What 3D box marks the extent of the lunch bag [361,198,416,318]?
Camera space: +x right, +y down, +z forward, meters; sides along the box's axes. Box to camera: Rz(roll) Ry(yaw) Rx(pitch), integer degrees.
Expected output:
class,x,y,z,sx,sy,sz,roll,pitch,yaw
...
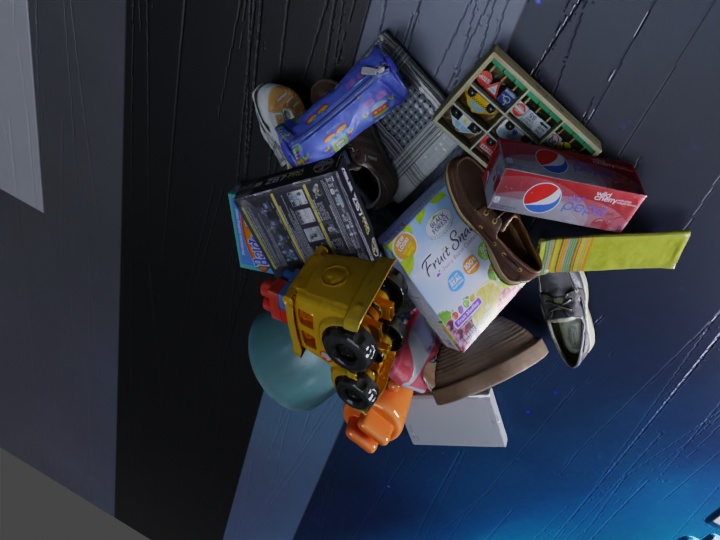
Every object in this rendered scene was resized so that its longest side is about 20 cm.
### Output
class,x,y,z,sx,sy,sz,roll,pitch,yaw
lunch bag,0.000,0.000,0.996,0.198,0.142,0.166,37,134,-22

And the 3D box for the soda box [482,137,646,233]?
class,x,y,z,sx,sy,sz,roll,pitch,yaw
soda box,0.263,-0.111,0.806,0.193,0.065,0.071,9,137,-9

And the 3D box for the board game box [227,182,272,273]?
class,x,y,z,sx,sy,sz,roll,pitch,yaw
board game box,-0.131,-0.064,1.092,0.193,0.045,0.156,10,126,19

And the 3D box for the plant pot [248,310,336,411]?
class,x,y,z,sx,sy,sz,roll,pitch,yaw
plant pot,-0.075,0.123,1.098,0.159,0.202,0.201,-34,105,36

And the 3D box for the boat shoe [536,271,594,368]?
class,x,y,z,sx,sy,sz,roll,pitch,yaw
boat shoe,0.312,0.058,0.944,0.070,0.066,0.205,-8,118,33

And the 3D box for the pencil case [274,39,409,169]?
class,x,y,z,sx,sy,sz,roll,pitch,yaw
pencil case,-0.025,-0.213,0.827,0.198,0.087,0.079,-37,84,6

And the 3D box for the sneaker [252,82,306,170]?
class,x,y,z,sx,sy,sz,roll,pitch,yaw
sneaker,-0.111,-0.206,0.979,0.087,0.075,0.204,33,150,42

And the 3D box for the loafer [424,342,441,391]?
class,x,y,z,sx,sy,sz,roll,pitch,yaw
loafer,0.130,0.147,1.096,0.073,0.069,0.206,5,124,23

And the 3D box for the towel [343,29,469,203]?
class,x,y,z,sx,sy,sz,roll,pitch,yaw
towel,0.037,-0.211,0.914,0.193,0.035,0.199,45,130,-8

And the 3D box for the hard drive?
class,x,y,z,sx,sy,sz,roll,pitch,yaw
hard drive,0.174,0.285,1.199,0.194,0.026,0.135,-7,119,29

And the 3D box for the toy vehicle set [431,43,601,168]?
class,x,y,z,sx,sy,sz,roll,pitch,yaw
toy vehicle set,0.208,-0.187,0.829,0.198,0.027,0.124,36,130,-13

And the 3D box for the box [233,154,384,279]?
class,x,y,z,sx,sy,sz,roll,pitch,yaw
box,-0.061,-0.043,0.849,0.156,0.050,0.204,-12,125,21

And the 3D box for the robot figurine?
class,x,y,z,sx,sy,sz,roll,pitch,yaw
robot figurine,0.038,0.220,1.106,0.113,0.202,0.147,9,131,14

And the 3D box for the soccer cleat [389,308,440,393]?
class,x,y,z,sx,sy,sz,roll,pitch,yaw
soccer cleat,0.104,0.099,0.995,0.075,0.203,0.067,30,148,-2

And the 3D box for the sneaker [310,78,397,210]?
class,x,y,z,sx,sy,sz,roll,pitch,yaw
sneaker,-0.013,-0.181,0.895,0.069,0.076,0.202,-27,105,36

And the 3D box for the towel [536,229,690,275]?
class,x,y,z,sx,sy,sz,roll,pitch,yaw
towel,0.342,-0.023,0.854,0.192,0.019,0.087,-3,151,10

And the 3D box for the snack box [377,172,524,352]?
class,x,y,z,sx,sy,sz,roll,pitch,yaw
snack box,0.138,-0.015,0.913,0.202,0.168,0.067,51,165,-15

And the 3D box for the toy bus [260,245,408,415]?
class,x,y,z,sx,sy,sz,roll,pitch,yaw
toy bus,-0.042,0.073,0.834,0.186,0.137,0.204,15,137,19

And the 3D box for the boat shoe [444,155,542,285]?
class,x,y,z,sx,sy,sz,roll,pitch,yaw
boat shoe,0.190,-0.074,0.856,0.203,0.071,0.067,58,160,-5

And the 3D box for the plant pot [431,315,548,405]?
class,x,y,z,sx,sy,sz,roll,pitch,yaw
plant pot,0.193,0.131,0.995,0.199,0.198,0.095,-32,79,38
